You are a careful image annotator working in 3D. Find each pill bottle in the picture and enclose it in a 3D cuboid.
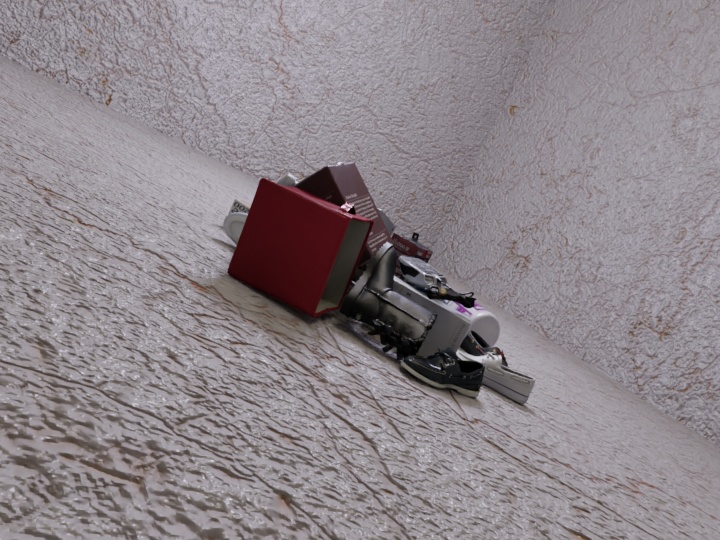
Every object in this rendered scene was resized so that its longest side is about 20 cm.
[{"bbox_3d":[0.278,0.131,1.614,0.110,0.114,0.200,24,9,-27],"label":"pill bottle"}]

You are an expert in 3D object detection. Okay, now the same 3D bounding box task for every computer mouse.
[{"bbox_3d":[0.140,0.024,1.229,0.107,0.045,0.200,8,18,-30],"label":"computer mouse"}]

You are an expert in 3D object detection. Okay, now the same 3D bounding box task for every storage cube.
[{"bbox_3d":[-0.101,-0.044,1.074,0.176,0.204,0.171,23,8,13],"label":"storage cube"}]

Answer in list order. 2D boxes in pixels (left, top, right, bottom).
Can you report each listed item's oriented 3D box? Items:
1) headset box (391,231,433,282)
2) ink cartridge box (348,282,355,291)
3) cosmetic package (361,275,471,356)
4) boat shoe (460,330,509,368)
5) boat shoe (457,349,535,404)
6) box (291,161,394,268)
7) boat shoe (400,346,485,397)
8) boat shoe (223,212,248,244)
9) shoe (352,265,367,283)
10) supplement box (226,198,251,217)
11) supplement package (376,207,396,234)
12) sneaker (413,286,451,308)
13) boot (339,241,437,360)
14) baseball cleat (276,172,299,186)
[{"bbox_3d":[0.093,0.003,1.447,0.076,0.204,0.148,28,8,18],"label":"headset box"},{"bbox_3d":[-0.100,0.007,1.369,0.197,0.038,0.095,22,9,-32],"label":"ink cartridge box"},{"bbox_3d":[0.114,0.102,1.209,0.197,0.115,0.081,27,7,12],"label":"cosmetic package"},{"bbox_3d":[0.304,0.207,1.403,0.073,0.064,0.201,26,9,-35],"label":"boat shoe"},{"bbox_3d":[0.275,0.206,1.268,0.197,0.067,0.072,29,7,5],"label":"boat shoe"},{"bbox_3d":[-0.058,-0.093,1.241,0.204,0.162,0.166,63,23,-2],"label":"box"},{"bbox_3d":[0.154,0.169,1.063,0.196,0.067,0.074,24,8,-32],"label":"boat shoe"},{"bbox_3d":[-0.203,-0.046,1.232,0.200,0.075,0.086,38,11,-1],"label":"boat shoe"},{"bbox_3d":[0.000,0.000,1.369,0.068,0.055,0.200,-2,23,-25],"label":"shoe"},{"bbox_3d":[-0.223,-0.101,1.481,0.124,0.075,0.199,30,8,23],"label":"supplement box"},{"bbox_3d":[-0.034,-0.114,1.434,0.197,0.119,0.117,29,-4,26],"label":"supplement package"},{"bbox_3d":[0.128,0.072,1.329,0.087,0.076,0.199,60,-27,-11],"label":"sneaker"},{"bbox_3d":[0.068,0.055,1.115,0.160,0.074,0.199,30,51,7],"label":"boot"},{"bbox_3d":[-0.123,-0.172,1.362,0.195,0.109,0.070,-11,20,13],"label":"baseball cleat"}]
